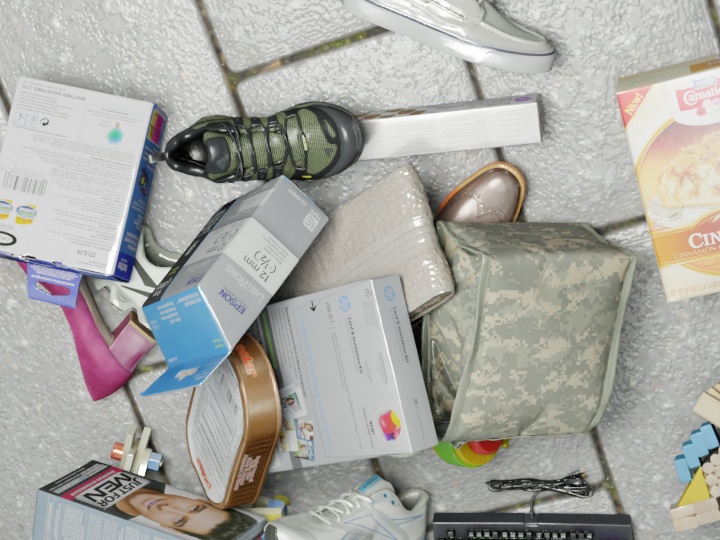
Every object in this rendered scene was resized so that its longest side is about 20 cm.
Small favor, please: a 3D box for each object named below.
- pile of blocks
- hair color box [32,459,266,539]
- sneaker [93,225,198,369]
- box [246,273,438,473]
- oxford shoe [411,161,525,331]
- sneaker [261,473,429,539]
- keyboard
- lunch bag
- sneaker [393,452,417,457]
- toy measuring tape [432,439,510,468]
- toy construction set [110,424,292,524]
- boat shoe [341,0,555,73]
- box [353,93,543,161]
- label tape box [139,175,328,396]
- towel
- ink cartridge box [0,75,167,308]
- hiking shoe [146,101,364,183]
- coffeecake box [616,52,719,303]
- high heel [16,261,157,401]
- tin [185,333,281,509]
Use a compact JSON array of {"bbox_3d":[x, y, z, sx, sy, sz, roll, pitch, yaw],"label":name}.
[{"bbox_3d":[0.347,0.155,1.419,0.082,0.062,0.200,34,103,10],"label":"pile of blocks"},{"bbox_3d":[-0.202,0.249,1.433,0.200,0.099,0.061,15,106,20],"label":"hair color box"},{"bbox_3d":[-0.158,0.033,1.454,0.200,0.074,0.089,35,112,-3],"label":"sneaker"},{"bbox_3d":[-0.031,0.097,1.353,0.200,0.041,0.156,-16,86,45],"label":"box"},{"bbox_3d":[0.086,-0.013,1.397,0.071,0.073,0.200,34,110,-2],"label":"oxford shoe"},{"bbox_3d":[-0.010,0.240,1.463,0.075,0.200,0.087,24,103,46],"label":"sneaker"},{"bbox_3d":[0.172,0.260,1.501,0.200,0.021,0.127,-2,108,9],"label":"keyboard"},{"bbox_3d":[0.145,0.062,1.362,0.164,0.118,0.200,-1,110,-24],"label":"lunch bag"},{"bbox_3d":[-0.031,0.116,1.456,0.200,0.077,0.111,7,115,3],"label":"sneaker"},{"bbox_3d":[0.074,0.148,1.413,0.200,0.074,0.074,14,117,-39],"label":"toy measuring tape"},{"bbox_3d":[-0.173,0.243,1.517,0.200,0.092,0.131,25,135,9],"label":"toy construction set"},{"bbox_3d":[0.084,-0.234,1.330,0.200,0.072,0.066,23,115,10],"label":"boat shoe"},{"bbox_3d":[0.067,-0.131,1.380,0.200,0.039,0.041,-6,108,12],"label":"box"},{"bbox_3d":[-0.133,0.017,1.353,0.066,0.200,0.143,45,154,-15],"label":"label tape box"},{"bbox_3d":[0.000,0.000,1.370,0.200,0.034,0.133,-34,65,42],"label":"towel"},{"bbox_3d":[-0.273,-0.069,1.402,0.136,0.076,0.200,12,84,7],"label":"ink cartridge box"},{"bbox_3d":[-0.093,-0.106,1.361,0.200,0.101,0.076,-3,107,31],"label":"hiking shoe"},{"bbox_3d":[0.325,-0.089,1.331,0.153,0.073,0.200,-13,105,15],"label":"coffeecake box"},{"bbox_3d":[-0.302,0.040,1.487,0.200,0.067,0.096,41,100,-19],"label":"high heel"},{"bbox_3d":[-0.122,0.143,1.397,0.042,0.112,0.200,-8,141,-24],"label":"tin"}]
